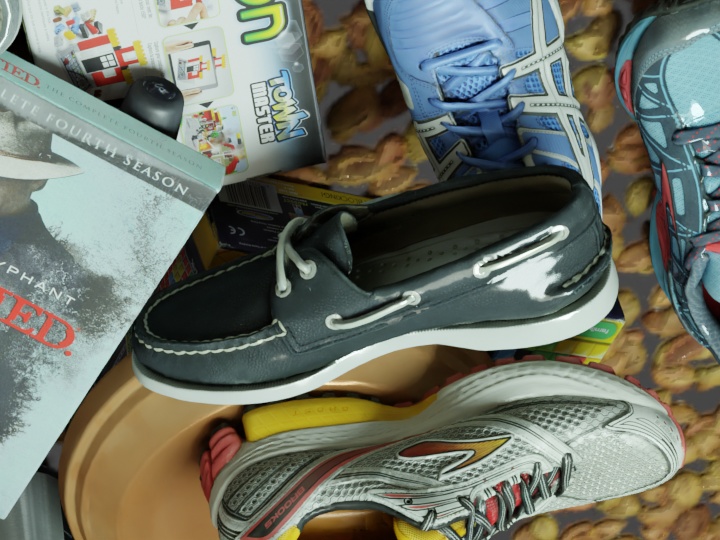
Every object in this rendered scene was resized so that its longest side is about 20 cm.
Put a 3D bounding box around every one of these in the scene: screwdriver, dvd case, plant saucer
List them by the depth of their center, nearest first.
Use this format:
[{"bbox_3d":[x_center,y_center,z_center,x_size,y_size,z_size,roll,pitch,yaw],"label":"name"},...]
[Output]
[{"bbox_3d":[-0.161,0.000,1.185,0.145,0.022,0.200,28,123,-12],"label":"dvd case"},{"bbox_3d":[-0.103,0.004,1.213,0.029,0.028,0.201,19,128,4],"label":"screwdriver"},{"bbox_3d":[-0.029,0.090,1.289,0.199,0.038,0.201,-8,136,-8],"label":"plant saucer"}]

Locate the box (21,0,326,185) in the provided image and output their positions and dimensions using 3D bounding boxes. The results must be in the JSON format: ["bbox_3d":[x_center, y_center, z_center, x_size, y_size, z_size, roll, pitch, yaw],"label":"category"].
[{"bbox_3d":[-0.079,-0.112,1.154,0.109,0.035,0.201,-12,136,-5],"label":"box"}]

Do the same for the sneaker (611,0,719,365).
[{"bbox_3d":[0.162,-0.033,1.260,0.079,0.096,0.201,-17,136,0],"label":"sneaker"}]

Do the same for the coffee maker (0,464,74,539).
[{"bbox_3d":[-0.191,0.197,1.306,0.191,0.201,0.135,-7,133,-14],"label":"coffee maker"}]

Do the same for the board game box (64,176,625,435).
[{"bbox_3d":[-0.009,0.046,1.316,0.199,0.057,0.166,10,129,-25],"label":"board game box"}]

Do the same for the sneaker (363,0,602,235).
[{"bbox_3d":[0.060,-0.064,1.213,0.075,0.077,0.200,-24,134,10],"label":"sneaker"}]

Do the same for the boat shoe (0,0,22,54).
[{"bbox_3d":[-0.189,-0.140,1.047,0.074,0.065,0.202,-33,122,4],"label":"boat shoe"}]

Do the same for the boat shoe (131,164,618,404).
[{"bbox_3d":[0.000,0.000,1.179,0.199,0.076,0.061,-14,132,4],"label":"boat shoe"}]

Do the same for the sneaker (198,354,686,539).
[{"bbox_3d":[0.038,0.095,1.226,0.199,0.082,0.078,-11,136,-5],"label":"sneaker"}]
